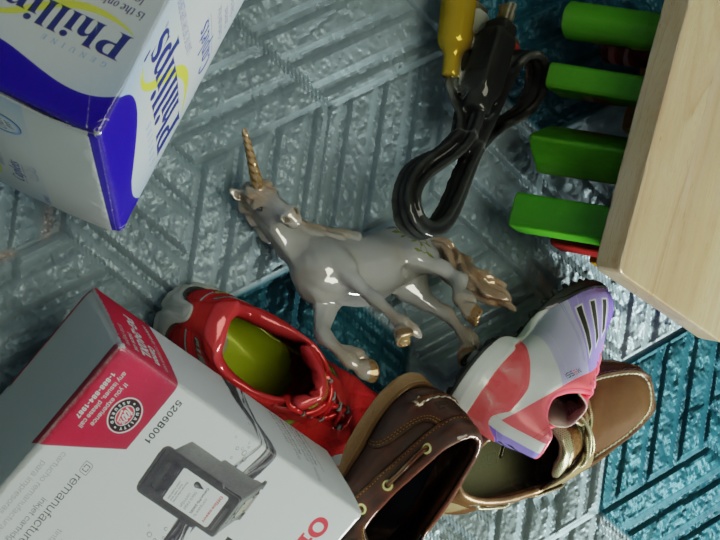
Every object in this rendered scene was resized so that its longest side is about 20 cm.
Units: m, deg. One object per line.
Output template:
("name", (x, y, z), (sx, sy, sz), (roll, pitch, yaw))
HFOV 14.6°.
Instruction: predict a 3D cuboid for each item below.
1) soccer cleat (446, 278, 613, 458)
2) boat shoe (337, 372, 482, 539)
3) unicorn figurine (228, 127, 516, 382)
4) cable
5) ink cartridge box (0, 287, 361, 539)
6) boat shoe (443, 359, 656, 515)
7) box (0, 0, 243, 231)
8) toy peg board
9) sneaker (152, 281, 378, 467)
("soccer cleat", (0.123, 0.064, 1.794), (0.073, 0.068, 0.200), (39, 30, 12))
("boat shoe", (0.004, 0.161, 1.714), (0.070, 0.070, 0.201), (10, 114, -49))
("unicorn figurine", (0.000, 0.000, 1.736), (0.074, 0.138, 0.200), (-48, 150, 19))
("cable", (0.065, -0.093, 1.783), (0.097, 0.050, 0.201), (44, 56, -40))
("ink cartridge box", (-0.120, 0.130, 1.635), (0.200, 0.083, 0.145), (37, 97, -29))
("boat shoe", (0.118, 0.114, 1.828), (0.199, 0.074, 0.076), (-22, 104, -31))
("box", (-0.139, -0.149, 1.563), (0.105, 0.184, 0.201), (26, 75, 6))
("toy peg board", (0.188, -0.078, 1.855), (0.199, 0.097, 0.201), (29, 75, -60))
("sneaker", (-0.039, 0.078, 1.714), (0.200, 0.085, 0.077), (34, 74, -30))
